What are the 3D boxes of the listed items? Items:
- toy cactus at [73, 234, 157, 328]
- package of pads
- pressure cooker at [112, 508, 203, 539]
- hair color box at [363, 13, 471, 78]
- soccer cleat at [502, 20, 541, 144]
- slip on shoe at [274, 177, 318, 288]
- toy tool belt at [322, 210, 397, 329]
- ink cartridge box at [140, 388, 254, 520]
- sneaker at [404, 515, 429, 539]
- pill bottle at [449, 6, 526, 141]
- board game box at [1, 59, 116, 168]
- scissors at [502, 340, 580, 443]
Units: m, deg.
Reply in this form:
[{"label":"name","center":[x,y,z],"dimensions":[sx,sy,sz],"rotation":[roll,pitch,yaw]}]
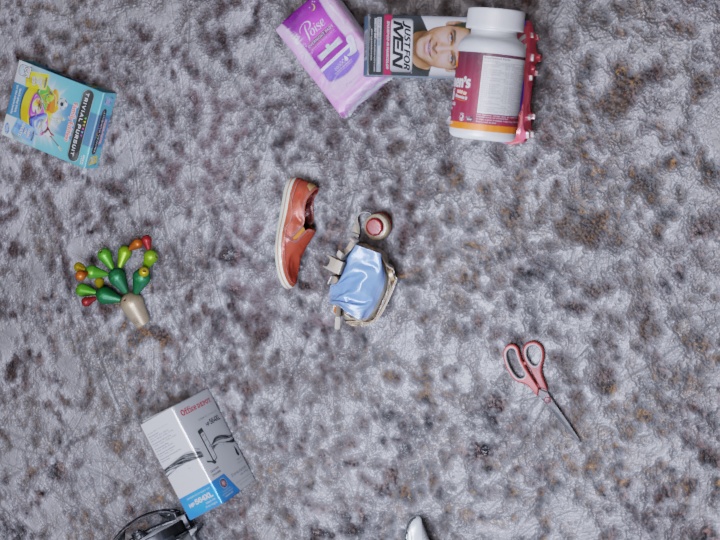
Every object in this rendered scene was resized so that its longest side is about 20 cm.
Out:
[{"label":"toy cactus","center":[-0.455,0.032,1.954],"dimensions":[0.199,0.102,0.166],"rotation":[-26,98,11]},{"label":"package of pads","center":[-0.040,-0.377,1.765],"dimensions":[0.120,0.076,0.201],"rotation":[-38,85,15]},{"label":"pressure cooker","center":[-0.375,0.557,1.936],"dimensions":[0.178,0.175,0.201],"rotation":[-33,83,48]},{"label":"hair color box","center":[0.106,-0.368,1.685],"dimensions":[0.198,0.061,0.100],"rotation":[0,98,-8]},{"label":"soccer cleat","center":[0.252,-0.309,1.684],"dimensions":[0.076,0.067,0.202],"rotation":[5,101,22]},{"label":"slip on shoe","center":[-0.113,-0.065,1.833],"dimensions":[0.061,0.074,0.202],"rotation":[10,95,14]},{"label":"toy tool belt","center":[0.000,0.000,1.773],"dimensions":[0.124,0.123,0.202],"rotation":[18,102,15]},{"label":"ink cartridge box","center":[-0.301,0.338,1.903],"dimensions":[0.084,0.146,0.201],"rotation":[-29,88,20]},{"label":"sneaker","center":[0.128,0.531,1.835],"dimensions":[0.086,0.075,0.202],"rotation":[-14,99,7]},{"label":"pill bottle","center":[0.204,-0.310,1.620],"dimensions":[0.109,0.109,0.202],"rotation":[8,101,17]},{"label":"board game box","center":[-0.583,-0.302,1.970],"dimensions":[0.199,0.047,0.152],"rotation":[22,103,15]},{"label":"scissors","center":[0.309,0.214,1.757],"dimensions":[0.073,0.014,0.201],"rotation":[-23,90,17]}]
